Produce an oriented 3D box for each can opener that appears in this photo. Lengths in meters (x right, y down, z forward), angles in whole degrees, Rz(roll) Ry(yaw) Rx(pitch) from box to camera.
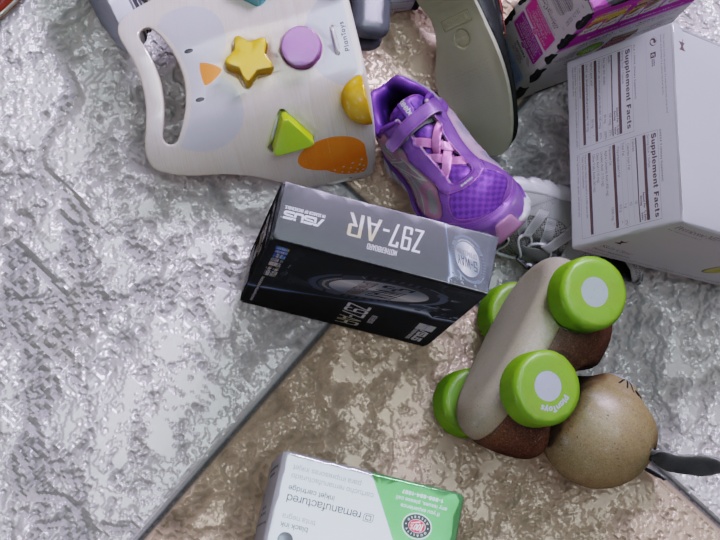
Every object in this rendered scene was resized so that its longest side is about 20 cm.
[{"bbox_3d":[0.019,-0.280,1.264,0.066,0.053,0.202,9,75,-9],"label":"can opener"}]

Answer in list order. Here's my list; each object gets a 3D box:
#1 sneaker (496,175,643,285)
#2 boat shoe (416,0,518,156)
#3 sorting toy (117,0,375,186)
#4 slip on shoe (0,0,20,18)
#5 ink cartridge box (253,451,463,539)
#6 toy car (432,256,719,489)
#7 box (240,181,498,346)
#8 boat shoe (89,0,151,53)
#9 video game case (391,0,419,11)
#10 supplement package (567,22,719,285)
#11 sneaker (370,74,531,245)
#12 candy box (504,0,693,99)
[{"bbox_3d":[0.148,-0.026,1.242,0.198,0.075,0.083,1,75,-11],"label":"sneaker"},{"bbox_3d":[0.093,-0.196,1.261,0.063,0.073,0.203,-32,107,-46],"label":"boat shoe"},{"bbox_3d":[-0.092,-0.157,1.201,0.178,0.107,0.202,-14,90,-8],"label":"sorting toy"},{"bbox_3d":[-0.345,-0.217,1.202,0.198,0.061,0.075,-23,80,-17],"label":"slip on shoe"},{"bbox_3d":[-0.015,0.252,1.137,0.144,0.084,0.202,14,75,-7],"label":"ink cartridge box"},{"bbox_3d":[0.184,0.102,1.181,0.199,0.164,0.159,33,73,-11],"label":"toy car"},{"bbox_3d":[0.000,0.000,1.142,0.158,0.200,0.044,14,74,-8],"label":"box"},{"bbox_3d":[-0.207,-0.274,1.243,0.066,0.070,0.201,-24,75,-14],"label":"boat shoe"},{"bbox_3d":[-0.051,-0.310,1.300,0.179,0.026,0.202,-7,77,-12],"label":"video game case"},{"bbox_3d":[0.271,-0.084,1.219,0.199,0.110,0.158,11,72,-39],"label":"supplement package"},{"bbox_3d":[0.058,-0.088,1.180,0.080,0.089,0.200,-32,39,-4],"label":"sneaker"},{"bbox_3d":[0.197,-0.217,1.233,0.135,0.200,0.062,-22,82,-16],"label":"candy box"}]
